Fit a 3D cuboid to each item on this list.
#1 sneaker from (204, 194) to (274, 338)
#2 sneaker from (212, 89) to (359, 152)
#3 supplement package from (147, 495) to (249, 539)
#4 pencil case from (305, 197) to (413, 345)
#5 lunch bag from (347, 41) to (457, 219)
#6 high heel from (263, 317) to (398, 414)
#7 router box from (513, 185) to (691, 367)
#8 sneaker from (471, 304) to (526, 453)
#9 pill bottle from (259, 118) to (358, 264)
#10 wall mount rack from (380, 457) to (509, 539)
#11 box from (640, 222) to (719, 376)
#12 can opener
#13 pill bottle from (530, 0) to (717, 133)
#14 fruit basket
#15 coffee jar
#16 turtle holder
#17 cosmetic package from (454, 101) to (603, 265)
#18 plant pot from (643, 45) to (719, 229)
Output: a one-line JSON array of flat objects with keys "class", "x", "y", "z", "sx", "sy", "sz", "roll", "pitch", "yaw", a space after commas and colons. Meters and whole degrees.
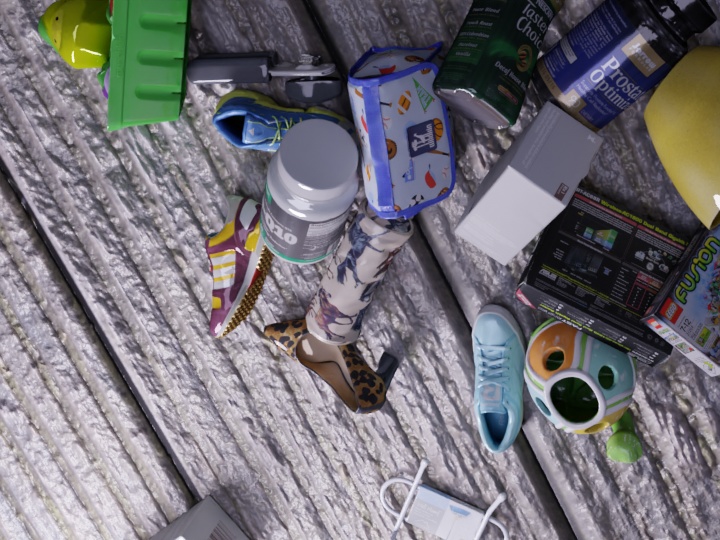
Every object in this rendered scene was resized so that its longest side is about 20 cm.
[{"class": "sneaker", "x": -0.176, "y": -0.006, "z": 1.575, "sx": 0.089, "sy": 0.075, "sz": 0.202, "roll": 30, "pitch": 110, "yaw": 11}, {"class": "sneaker", "x": -0.099, "y": -0.169, "z": 1.463, "sx": 0.198, "sy": 0.105, "sz": 0.077, "roll": 15, "pitch": 115, "yaw": 10}, {"class": "supplement package", "x": -0.278, "y": 0.459, "z": 1.756, "sx": 0.199, "sy": 0.117, "sz": 0.118, "roll": -38, "pitch": 98, "yaw": 25}, {"class": "pencil case", "x": 0.000, "y": 0.000, "z": 1.519, "sx": 0.078, "sy": 0.089, "sz": 0.201, "roll": 41, "pitch": 118, "yaw": 26}, {"class": "lunch bag", "x": 0.049, "y": -0.168, "z": 1.370, "sx": 0.122, "sy": 0.200, "sz": 0.172, "roll": -4, "pitch": 109, "yaw": 17}, {"class": "high heel", "x": -0.053, "y": 0.126, "z": 1.546, "sx": 0.198, "sy": 0.143, "sz": 0.072, "roll": 18, "pitch": 115, "yaw": 8}, {"class": "router box", "x": 0.303, "y": 0.004, "z": 1.398, "sx": 0.198, "sy": 0.062, "sz": 0.151, "roll": 27, "pitch": 71, "yaw": 3}, {"class": "sneaker", "x": 0.183, "y": 0.148, "z": 1.524, "sx": 0.073, "sy": 0.082, "sz": 0.202, "roll": -5, "pitch": 110, "yaw": 16}, {"class": "pill bottle", "x": -0.063, "y": -0.096, "z": 1.427, "sx": 0.112, "sy": 0.114, "sz": 0.200, "roll": 28, "pitch": 154, "yaw": 3}, {"class": "wall mount rack", "x": 0.122, "y": 0.340, "z": 1.620, "sx": 0.198, "sy": 0.075, "sz": 0.175, "roll": 22, "pitch": 115, "yaw": 5}, {"class": "box", "x": 0.425, "y": 0.011, "z": 1.358, "sx": 0.110, "sy": 0.035, "sz": 0.201, "roll": 37, "pitch": 72, "yaw": -2}, {"class": "can opener", "x": -0.124, "y": -0.247, "z": 1.469, "sx": 0.197, "sy": 0.053, "sz": 0.067, "roll": 5, "pitch": 113, "yaw": 14}, {"class": "pill bottle", "x": 0.299, "y": -0.252, "z": 1.317, "sx": 0.200, "sy": 0.112, "sz": 0.112, "roll": -40, "pitch": 97, "yaw": 25}, {"class": "fruit basket", "x": -0.317, "y": -0.293, "z": 1.463, "sx": 0.213, "sy": 0.156, "sz": 0.218, "roll": -1, "pitch": 114, "yaw": -3}, {"class": "coffee jar", "x": 0.163, "y": -0.271, "z": 1.310, "sx": 0.085, "sy": 0.104, "sz": 0.202, "roll": 15, "pitch": 80, "yaw": 47}, {"class": "turtle holder", "x": 0.279, "y": 0.152, "z": 1.463, "sx": 0.139, "sy": 0.132, "sz": 0.188, "roll": -4, "pitch": 110, "yaw": 16}, {"class": "cosmetic package", "x": 0.194, "y": -0.098, "z": 1.357, "sx": 0.090, "sy": 0.107, "sz": 0.200, "roll": 32, "pitch": 154, "yaw": 2}, {"class": "plant pot", "x": 0.404, "y": -0.169, "z": 1.292, "sx": 0.142, "sy": 0.199, "sz": 0.201, "roll": 43, "pitch": 117, "yaw": 16}]
